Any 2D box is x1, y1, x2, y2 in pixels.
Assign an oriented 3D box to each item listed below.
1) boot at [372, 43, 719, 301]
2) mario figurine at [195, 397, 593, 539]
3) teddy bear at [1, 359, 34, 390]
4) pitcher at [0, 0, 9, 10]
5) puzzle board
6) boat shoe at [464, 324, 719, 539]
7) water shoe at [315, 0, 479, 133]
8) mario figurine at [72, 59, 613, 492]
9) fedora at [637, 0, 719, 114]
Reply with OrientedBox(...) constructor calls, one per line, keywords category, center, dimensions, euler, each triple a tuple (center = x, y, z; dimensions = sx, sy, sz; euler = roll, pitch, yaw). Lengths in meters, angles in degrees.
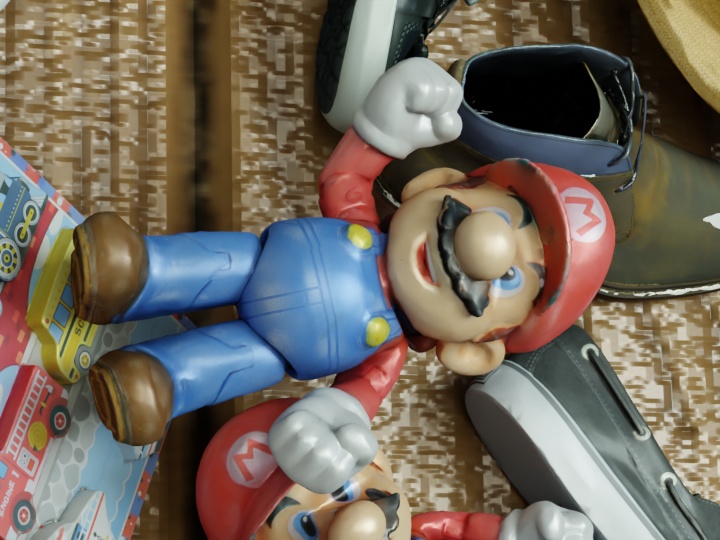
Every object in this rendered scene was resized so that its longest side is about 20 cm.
OrientedBox(category="boot", center=(0.104, -0.039, 1.047), dimensions=(0.200, 0.097, 0.075), euler=(7, 68, -15))
OrientedBox(category="mario figurine", center=(0.019, 0.129, 0.985), dimensions=(0.200, 0.106, 0.123), euler=(45, 36, -12))
OrientedBox(category="teddy bear", center=(-0.203, 0.063, 0.927), dimensions=(0.145, 0.067, 0.200), euler=(39, 39, -2))
OrientedBox(category="pitcher", center=(-0.205, -0.138, 0.972), dimensions=(0.172, 0.121, 0.200), euler=(25, 84, -14))
OrientedBox(category="puzzle board", center=(-0.127, 0.068, 0.939), dimensions=(0.151, 0.017, 0.200), euler=(46, 51, -42))
OrientedBox(category="boat shoe", center=(0.123, 0.110, 1.043), dimensions=(0.057, 0.069, 0.200), euler=(-36, 88, -20))
OrientedBox(category="water shoe", center=(0.042, -0.143, 1.066), dimensions=(0.079, 0.072, 0.200), euler=(20, 74, -10))
OrientedBox(category="mario figurine", center=(0.000, 0.000, 0.935), dimensions=(0.200, 0.106, 0.124), euler=(-13, 122, -15))
OrientedBox(category="fedora", center=(0.189, -0.129, 1.102), dimensions=(0.200, 0.082, 0.201), euler=(4, 73, -12))
